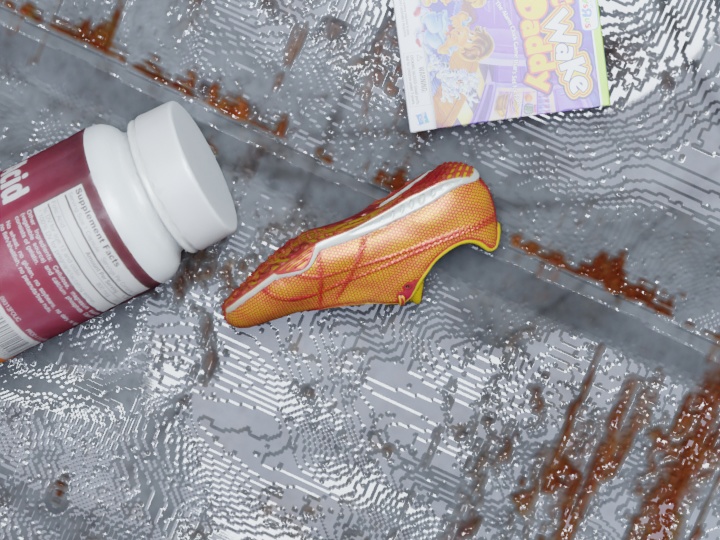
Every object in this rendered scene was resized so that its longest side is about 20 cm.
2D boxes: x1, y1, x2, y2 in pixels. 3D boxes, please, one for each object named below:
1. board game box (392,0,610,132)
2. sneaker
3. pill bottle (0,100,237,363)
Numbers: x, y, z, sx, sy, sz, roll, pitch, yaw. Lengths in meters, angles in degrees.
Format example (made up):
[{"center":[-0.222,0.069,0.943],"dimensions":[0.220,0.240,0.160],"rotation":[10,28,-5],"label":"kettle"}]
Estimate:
[{"center":[0.086,-0.200,1.279],"dimensions":[0.133,0.045,0.202],"rotation":[-7,95,7],"label":"board game box"},{"center":[0.000,0.000,1.298],"dimensions":[0.198,0.073,0.078],"rotation":[-23,103,11],"label":"sneaker"},{"center":[-0.190,-0.026,1.293],"dimensions":[0.198,0.114,0.115],"rotation":[-26,93,8],"label":"pill bottle"}]
